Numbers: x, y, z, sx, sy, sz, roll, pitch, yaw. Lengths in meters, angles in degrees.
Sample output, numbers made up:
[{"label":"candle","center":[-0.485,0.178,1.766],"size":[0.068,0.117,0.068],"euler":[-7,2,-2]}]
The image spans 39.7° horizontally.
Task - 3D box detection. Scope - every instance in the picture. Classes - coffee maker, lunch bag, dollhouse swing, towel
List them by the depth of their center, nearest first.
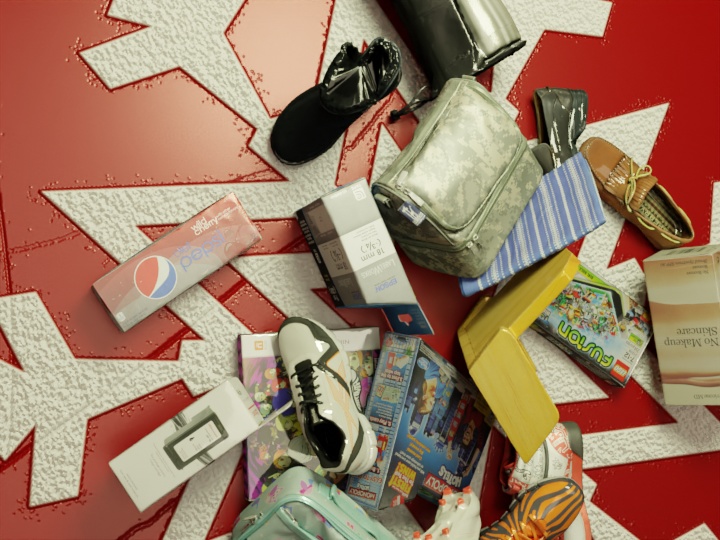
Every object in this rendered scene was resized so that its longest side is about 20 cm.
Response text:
[{"label":"lunch bag","center":[-0.051,0.332,1.166],"size":[0.200,0.077,0.160],"euler":[40,116,-13]},{"label":"dollhouse swing","center":[0.220,0.091,1.213],"size":[0.175,0.200,0.183],"euler":[-32,97,6]},{"label":"lunch bag","center":[0.110,-0.114,1.218],"size":[0.201,0.138,0.168],"euler":[-55,131,-18]},{"label":"towel","center":[0.201,-0.058,1.236],"size":[0.199,0.146,0.024],"euler":[-30,124,22]},{"label":"coffee maker","center":[0.088,-0.330,1.264],"size":[0.191,0.135,0.202],"euler":[-30,94,-15]}]

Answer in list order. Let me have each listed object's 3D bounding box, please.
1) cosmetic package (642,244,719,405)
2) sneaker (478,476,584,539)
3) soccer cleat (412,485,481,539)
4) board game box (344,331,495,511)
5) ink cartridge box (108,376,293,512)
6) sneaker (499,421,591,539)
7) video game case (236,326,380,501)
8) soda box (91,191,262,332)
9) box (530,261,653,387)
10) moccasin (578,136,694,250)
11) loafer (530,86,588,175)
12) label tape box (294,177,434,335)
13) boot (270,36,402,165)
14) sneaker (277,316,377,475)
[{"label":"cosmetic package","center":[0.452,0.073,1.338],"size":[0.087,0.102,0.203],"euler":[-19,99,-52]},{"label":"sneaker","center":[0.196,0.340,1.223],"size":[0.200,0.112,0.078],"euler":[-42,94,13]},{"label":"soccer cleat","center":[0.095,0.327,1.156],"size":[0.200,0.069,0.079],"euler":[-35,111,-55]},{"label":"board game box","center":[0.068,0.212,1.227],"size":[0.200,0.061,0.202],"euler":[41,67,-40]},{"label":"ink cartridge box","center":[-0.176,0.182,1.136],"size":[0.199,0.116,0.068],"euler":[-34,88,-4]},{"label":"sneaker","center":[0.238,0.302,1.303],"size":[0.106,0.067,0.204],"euler":[-3,88,-12]},{"label":"video game case","center":[-0.059,0.174,1.235],"size":[0.179,0.036,0.203],"euler":[-2,87,-16]},{"label":"soda box","center":[-0.219,-0.010,1.186],"size":[0.199,0.063,0.070],"euler":[-35,97,-17]},{"label":"box","center":[0.300,0.059,1.352],"size":[0.199,0.035,0.111],"euler":[34,78,-12]},{"label":"moccasin","center":[0.377,-0.106,1.364],"size":[0.074,0.078,0.202],"euler":[-44,99,-15]},{"label":"loafer","center":[0.256,-0.151,1.341],"size":[0.071,0.073,0.203],"euler":[10,74,-7]},{"label":"label tape box","center":[0.000,0.000,1.208],"size":[0.063,0.144,0.202],"euler":[-25,93,-17]},{"label":"boot","center":[-0.036,-0.198,1.174],"size":[0.199,0.168,0.077],"euler":[-35,92,8]},{"label":"sneaker","center":[-0.045,0.142,1.157],"size":[0.073,0.080,0.202],"euler":[-33,74,20]}]
